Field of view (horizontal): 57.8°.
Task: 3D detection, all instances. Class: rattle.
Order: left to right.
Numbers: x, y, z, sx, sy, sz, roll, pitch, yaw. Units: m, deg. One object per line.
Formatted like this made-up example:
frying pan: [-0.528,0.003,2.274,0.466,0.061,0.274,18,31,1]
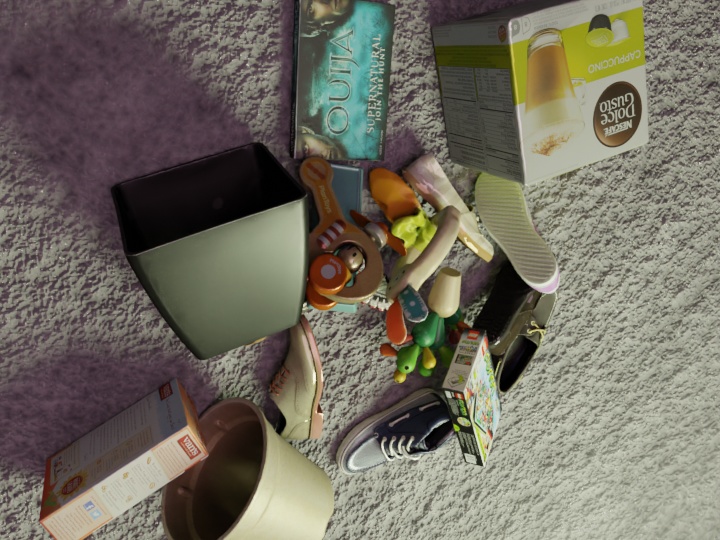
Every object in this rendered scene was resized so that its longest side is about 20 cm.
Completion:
rattle: [0.044,-0.028,0.855,0.143,0.129,0.201,49,58,-24]

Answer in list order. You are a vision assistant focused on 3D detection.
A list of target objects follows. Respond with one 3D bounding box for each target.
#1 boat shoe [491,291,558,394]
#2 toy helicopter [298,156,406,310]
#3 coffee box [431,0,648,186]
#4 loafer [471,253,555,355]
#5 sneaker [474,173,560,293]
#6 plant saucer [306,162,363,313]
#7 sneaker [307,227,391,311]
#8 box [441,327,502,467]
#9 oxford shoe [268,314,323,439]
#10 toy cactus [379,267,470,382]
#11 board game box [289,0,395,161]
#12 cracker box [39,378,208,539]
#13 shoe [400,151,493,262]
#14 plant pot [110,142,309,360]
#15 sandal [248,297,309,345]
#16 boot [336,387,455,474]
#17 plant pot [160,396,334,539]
boat shoe: [0.270,0.111,1.072,0.071,0.060,0.203,31,92,-28]
toy helicopter: [-0.025,-0.057,0.828,0.130,0.079,0.203,-15,72,-13]
coffee box: [0.236,-0.248,0.871,0.196,0.200,0.201,-19,112,-15]
loafer: [0.243,0.049,1.033,0.201,0.072,0.072,-50,140,-16]
sneaker: [0.237,-0.053,0.981,0.072,0.204,0.114,-27,157,18]
plant saucer: [-0.031,-0.048,0.870,0.068,0.019,0.204,6,77,-17]
sneaker: [0.000,0.000,0.918,0.197,0.078,0.083,22,95,-27]
box: [0.172,0.194,0.985,0.111,0.034,0.202,-61,145,-36]
oxford shoe: [-0.093,0.160,0.927,0.072,0.071,0.204,-7,113,-15]
toy cactus: [0.107,0.074,0.953,0.198,0.101,0.168,-14,124,-47]
board game box: [-0.025,-0.248,0.859,0.133,0.028,0.204,-3,107,-22]
cracker box: [-0.300,0.239,0.833,0.198,0.134,0.058,-32,115,-10]
shoe: [0.140,-0.089,0.952,0.053,0.070,0.200,-44,115,5]
plant pot: [-0.168,-0.016,0.788,0.197,0.200,0.180,-19,123,-16]
sandal: [-0.148,0.065,0.888,0.197,0.082,0.055,-20,135,-23]
boot: [0.057,0.263,1.012,0.198,0.090,0.073,-35,116,-9]
plant pot: [-0.140,0.307,0.904,0.201,0.200,0.183,-51,129,-1]
